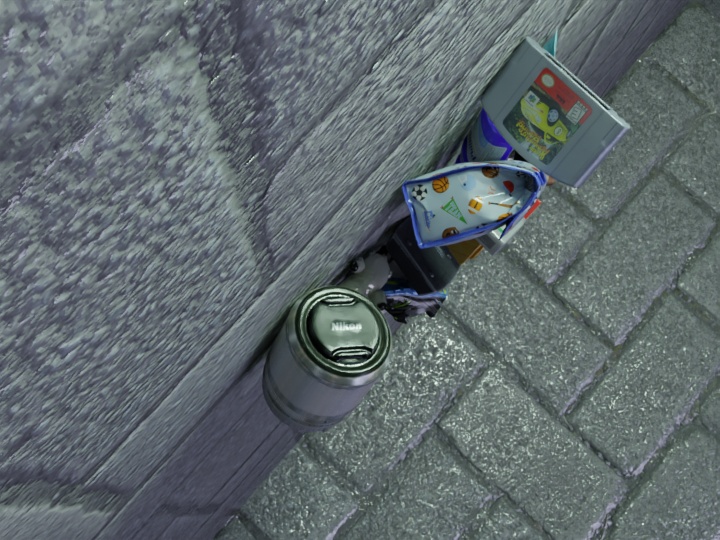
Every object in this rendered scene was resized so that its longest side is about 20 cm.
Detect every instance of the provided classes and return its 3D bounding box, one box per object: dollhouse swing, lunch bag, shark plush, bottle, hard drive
[{"bbox_3d":[0.157,-0.012,1.949,0.200,0.180,0.178,-17,127,-77],"label":"dollhouse swing"},{"bbox_3d":[0.183,-0.107,1.466,0.198,0.125,0.170,-16,-176,15],"label":"lunch bag"},{"bbox_3d":[0.000,0.000,1.595,0.083,0.091,0.201,-29,-156,31],"label":"shark plush"},{"bbox_3d":[0.200,-0.194,1.578,0.200,0.064,0.085,119,-27,-61],"label":"bottle"},{"bbox_3d":[0.108,-0.027,1.694,0.042,0.135,0.200,-35,-179,21],"label":"hard drive"}]

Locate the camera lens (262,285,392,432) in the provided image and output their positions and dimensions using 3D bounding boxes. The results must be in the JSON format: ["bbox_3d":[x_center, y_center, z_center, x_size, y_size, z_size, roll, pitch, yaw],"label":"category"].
[{"bbox_3d":[-0.052,0.131,1.435,0.160,0.160,0.200,-42,170,-38],"label":"camera lens"}]

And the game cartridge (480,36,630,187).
[{"bbox_3d":[0.272,-0.221,1.402,0.041,0.200,0.134,-24,155,-55],"label":"game cartridge"}]

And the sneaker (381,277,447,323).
[{"bbox_3d":[0.063,0.055,1.714,0.198,0.071,0.084,5,114,-29],"label":"sneaker"}]

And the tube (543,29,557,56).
[{"bbox_3d":[0.279,-0.303,1.621,0.201,0.050,0.078,120,-16,-47],"label":"tube"}]

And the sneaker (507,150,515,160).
[{"bbox_3d":[0.278,-0.249,1.767,0.200,0.077,0.076,-47,171,-23],"label":"sneaker"}]

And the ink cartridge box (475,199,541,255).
[{"bbox_3d":[0.239,-0.140,1.758,0.200,0.161,0.050,-42,174,-39],"label":"ink cartridge box"}]

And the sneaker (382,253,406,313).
[{"bbox_3d":[0.056,0.031,1.786,0.200,0.080,0.077,-51,147,-28],"label":"sneaker"}]

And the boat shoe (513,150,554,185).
[{"bbox_3d":[0.310,-0.237,1.694,0.076,0.073,0.203,144,-47,-68],"label":"boat shoe"}]
